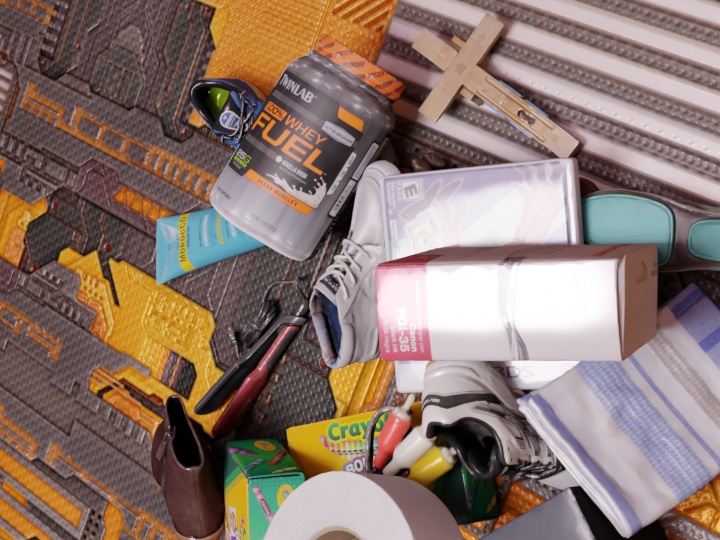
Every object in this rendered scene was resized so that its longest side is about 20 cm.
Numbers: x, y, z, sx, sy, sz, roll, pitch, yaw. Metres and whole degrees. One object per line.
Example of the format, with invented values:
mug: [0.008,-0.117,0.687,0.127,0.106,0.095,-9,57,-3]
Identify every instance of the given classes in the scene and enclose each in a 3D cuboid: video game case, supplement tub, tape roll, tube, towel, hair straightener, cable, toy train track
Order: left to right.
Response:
tube: [-0.156,-0.041,1.434,0.200,0.050,0.078,-14,66,38]
hair straightener: [-0.122,0.081,1.399,0.077,0.041,0.200,43,110,29]
supplement tub: [-0.049,-0.121,1.267,0.122,0.122,0.200,35,97,31]
tape roll: [0.001,0.275,1.117,0.202,0.071,0.203,-14,69,42]
cable: [0.010,0.201,1.191,0.097,0.050,0.200,41,96,26]
video game case: [0.110,0.007,1.157,0.182,0.023,0.201,-4,92,23]
toy train track: [0.132,-0.168,1.252,0.200,0.033,0.115,41,102,24]
towel: [0.250,0.112,1.083,0.200,0.024,0.147,-32,66,-12]

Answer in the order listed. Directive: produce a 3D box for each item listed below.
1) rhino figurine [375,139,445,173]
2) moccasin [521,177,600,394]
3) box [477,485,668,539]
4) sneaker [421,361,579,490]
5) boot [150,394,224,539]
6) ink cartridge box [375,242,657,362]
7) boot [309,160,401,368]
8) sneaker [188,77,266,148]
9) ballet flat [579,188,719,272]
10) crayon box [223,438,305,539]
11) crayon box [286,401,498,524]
rhino figurine: [0.052,-0.070,1.280,0.200,0.060,0.088,44,121,32]
moccasin: [0.177,0.015,1.176,0.074,0.078,0.202,19,97,36]
box: [0.151,0.264,1.138,0.200,0.141,0.079,-36,68,26]
sneaker: [0.127,0.156,1.137,0.076,0.200,0.088,-38,26,42]
boot: [-0.181,0.185,1.349,0.200,0.072,0.167,-115,19,-47]
ink cartridge box: [0.131,0.024,1.058,0.200,0.146,0.083,-1,95,24]
boot: [0.000,0.000,1.246,0.073,0.095,0.200,23,124,49]
sneaker: [-0.110,-0.144,1.379,0.200,0.089,0.079,34,106,29]
ballet flat: [0.281,-0.028,1.114,0.200,0.064,0.068,10,95,31]
crayon box: [-0.093,0.277,1.270,0.119,0.058,0.201,-152,61,-71]
crayon box: [0.029,0.196,1.267,0.200,0.058,0.119,-16,77,33]
